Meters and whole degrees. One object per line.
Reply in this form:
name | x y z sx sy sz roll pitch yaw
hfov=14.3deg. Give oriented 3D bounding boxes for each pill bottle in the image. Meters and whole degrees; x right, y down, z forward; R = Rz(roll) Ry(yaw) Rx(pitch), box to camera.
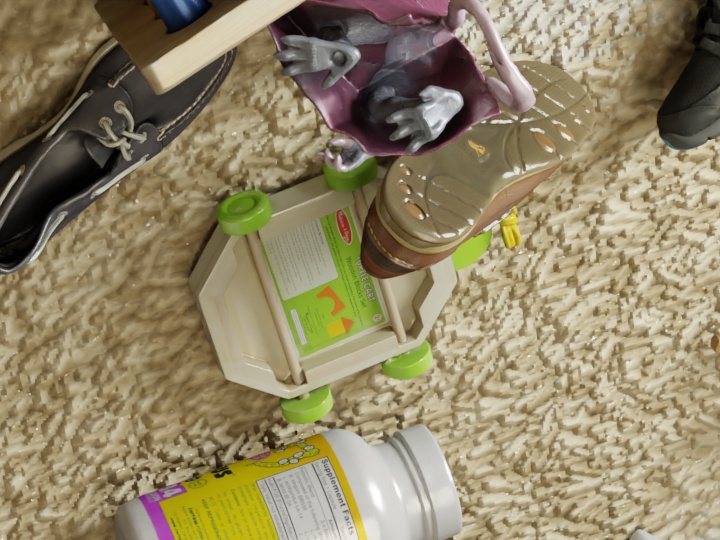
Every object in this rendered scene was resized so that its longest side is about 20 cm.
pill bottle | -0.043 0.161 1.766 0.200 0.104 0.104 -19 123 -12

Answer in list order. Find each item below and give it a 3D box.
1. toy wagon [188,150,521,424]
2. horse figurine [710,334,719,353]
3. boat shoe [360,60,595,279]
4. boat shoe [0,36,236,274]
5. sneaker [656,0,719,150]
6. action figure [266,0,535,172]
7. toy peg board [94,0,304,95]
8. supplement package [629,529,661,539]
toy wagon | 0.000 0.000 1.734 0.200 0.040 0.155 -23 124 -10
horse figurine | 0.308 0.012 1.856 0.132 0.050 0.200 7 114 -25
boat shoe | 0.063 -0.059 1.677 0.200 0.072 0.068 -40 172 -43
boat shoe | -0.143 -0.070 1.623 0.200 0.063 0.073 -39 124 2
sneaker | 0.230 -0.165 1.727 0.082 0.073 0.200 33 97 -16
action figure | 0.019 -0.136 1.583 0.149 0.200 0.134 -22 101 17
toy peg board | -0.063 -0.203 1.513 0.200 0.199 0.098 -34 109 -1
supplement package | 0.230 0.285 1.885 0.121 0.200 0.120 27 104 -31
